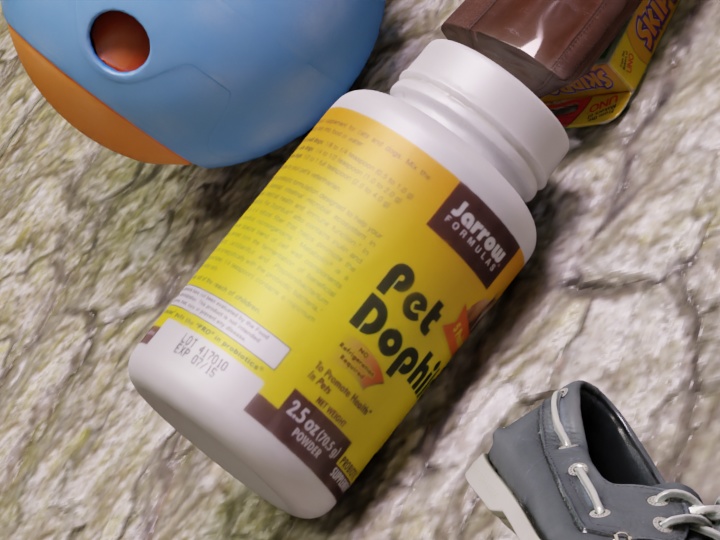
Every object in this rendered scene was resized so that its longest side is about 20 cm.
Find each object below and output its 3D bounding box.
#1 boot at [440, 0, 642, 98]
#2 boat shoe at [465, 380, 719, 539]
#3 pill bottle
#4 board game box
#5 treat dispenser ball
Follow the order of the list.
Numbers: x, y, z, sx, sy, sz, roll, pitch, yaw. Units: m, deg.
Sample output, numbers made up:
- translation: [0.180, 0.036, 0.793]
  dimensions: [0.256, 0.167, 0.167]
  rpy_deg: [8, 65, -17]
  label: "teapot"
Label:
- translation: [0.091, -0.168, 1.172]
  dimensions: [0.200, 0.064, 0.186]
  rpy_deg: [-53, 30, -7]
  label: "boot"
- translation: [0.096, 0.091, 0.866]
  dimensions: [0.062, 0.073, 0.200]
  rpy_deg: [-49, 23, 1]
  label: "boat shoe"
- translation: [0.000, 0.000, 1.071]
  dimensions: [0.200, 0.109, 0.109]
  rpy_deg: [-52, 29, -10]
  label: "pill bottle"
- translation: [0.121, -0.146, 1.190]
  dimensions: [0.095, 0.030, 0.200]
  rpy_deg: [-6, 49, 49]
  label: "board game box"
- translation: [-0.086, -0.153, 1.286]
  dimensions: [0.201, 0.201, 0.201]
  rpy_deg: [-33, 31, 23]
  label: "treat dispenser ball"
